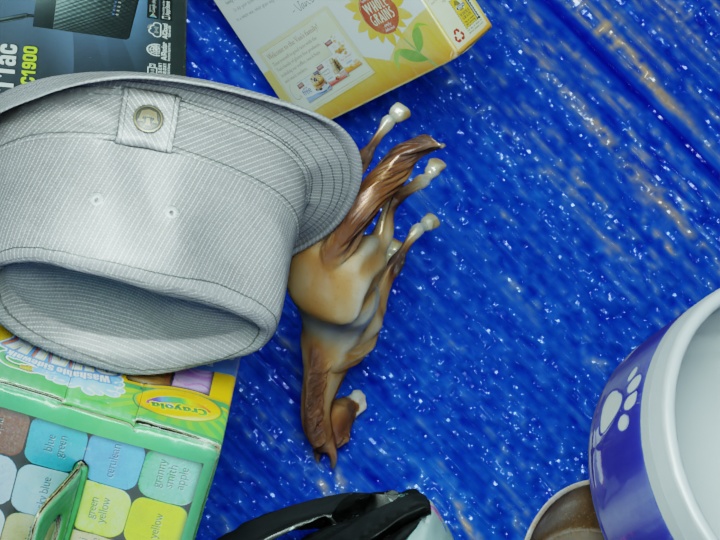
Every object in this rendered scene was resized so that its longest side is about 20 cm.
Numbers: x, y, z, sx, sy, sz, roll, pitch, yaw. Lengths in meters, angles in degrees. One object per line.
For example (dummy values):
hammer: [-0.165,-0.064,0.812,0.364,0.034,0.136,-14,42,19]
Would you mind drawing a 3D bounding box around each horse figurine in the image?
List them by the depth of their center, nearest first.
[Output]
horse figurine: [0.000,0.000,1.304,0.050,0.200,0.133,27,62,13]

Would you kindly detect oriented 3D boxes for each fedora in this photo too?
fedora: [-0.099,-0.011,1.165,0.199,0.177,0.091,12,58,-18]

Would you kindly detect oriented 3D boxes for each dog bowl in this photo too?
dog bowl: [0.222,0.108,1.326,0.199,0.079,0.201,13,62,-25]

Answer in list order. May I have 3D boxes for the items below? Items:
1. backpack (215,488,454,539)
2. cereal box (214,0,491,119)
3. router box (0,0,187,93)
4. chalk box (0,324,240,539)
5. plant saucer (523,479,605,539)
backpack: [-0.027,0.199,1.265,0.200,0.167,0.127,-36,107,-18]
cereal box: [-0.036,-0.182,1.335,0.040,0.144,0.200,-41,103,-37]
router box: [-0.166,-0.095,1.309,0.149,0.062,0.200,4,41,-8]
chalk box: [-0.132,0.091,1.230,0.123,0.125,0.200,16,29,-5]
plant saucer: [0.144,0.206,1.301,0.200,0.034,0.201,25,49,-33]
